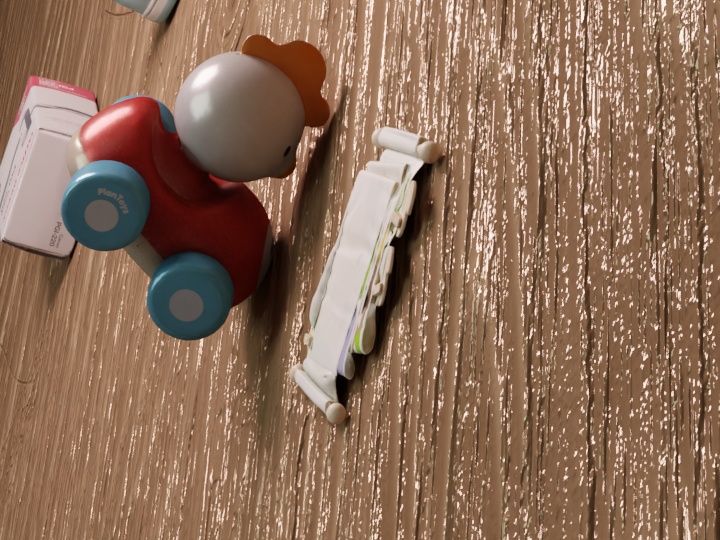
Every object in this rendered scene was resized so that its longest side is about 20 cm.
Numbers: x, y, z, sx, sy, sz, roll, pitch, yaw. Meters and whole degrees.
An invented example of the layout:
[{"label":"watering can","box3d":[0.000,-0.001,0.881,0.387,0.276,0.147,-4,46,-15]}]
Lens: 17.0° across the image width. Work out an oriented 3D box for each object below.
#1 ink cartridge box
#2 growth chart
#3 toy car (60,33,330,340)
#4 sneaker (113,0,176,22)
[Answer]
[{"label":"ink cartridge box","box3d":[-0.352,-0.118,2.717,0.200,0.085,0.146,-118,46,-65]},{"label":"growth chart","box3d":[0.000,0.000,1.529,0.145,0.018,0.200,-128,55,-70]},{"label":"toy car","box3d":[-0.094,-0.082,1.756,0.200,0.177,0.184,-38,14,17]},{"label":"sneaker","box3d":[-0.227,-0.355,2.431,0.080,0.130,0.200,-103,33,-62]}]
